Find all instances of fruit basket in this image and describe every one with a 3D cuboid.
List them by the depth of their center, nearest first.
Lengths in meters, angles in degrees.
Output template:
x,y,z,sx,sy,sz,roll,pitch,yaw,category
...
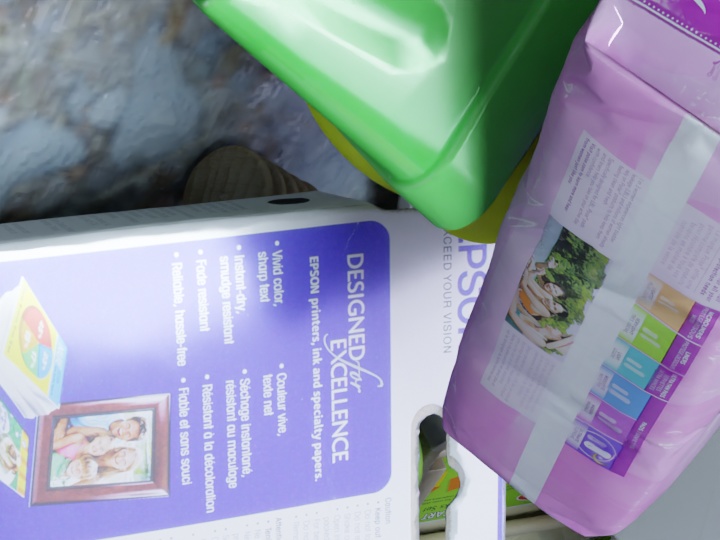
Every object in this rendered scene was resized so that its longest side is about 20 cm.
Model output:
x,y,z,sx,sy,sz,roll,pitch,yaw,category
0.020,-0.097,0.574,0.215,0.215,0.156,15,113,-52,fruit basket

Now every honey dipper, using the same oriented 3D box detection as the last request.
x,y,z,sx,sy,sz,roll,pitch,yaw,category
0.000,0.000,0.791,0.038,0.038,0.200,-52,146,6,honey dipper

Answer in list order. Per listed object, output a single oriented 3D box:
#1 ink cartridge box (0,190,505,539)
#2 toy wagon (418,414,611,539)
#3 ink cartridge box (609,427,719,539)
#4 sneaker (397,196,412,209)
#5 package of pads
x,y,z,sx,sy,sz,roll,pitch,yaw,category
-0.048,0.076,0.668,0.198,0.043,0.200,-5,107,-18,ink cartridge box
0.047,0.094,0.788,0.154,0.040,0.201,-5,143,-32,toy wagon
0.196,0.080,0.754,0.200,0.085,0.149,36,66,-39,ink cartridge box
0.080,-0.059,0.775,0.099,0.078,0.201,-11,124,-52,sneaker
0.090,-0.024,0.517,0.121,0.075,0.200,-52,168,-28,package of pads
